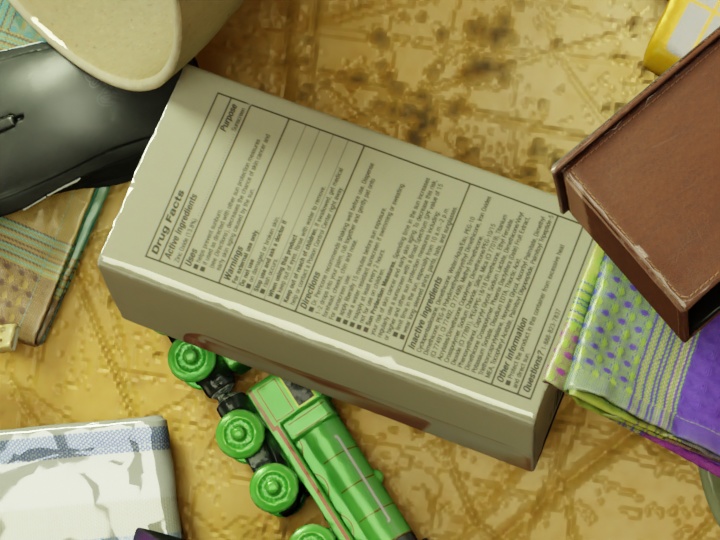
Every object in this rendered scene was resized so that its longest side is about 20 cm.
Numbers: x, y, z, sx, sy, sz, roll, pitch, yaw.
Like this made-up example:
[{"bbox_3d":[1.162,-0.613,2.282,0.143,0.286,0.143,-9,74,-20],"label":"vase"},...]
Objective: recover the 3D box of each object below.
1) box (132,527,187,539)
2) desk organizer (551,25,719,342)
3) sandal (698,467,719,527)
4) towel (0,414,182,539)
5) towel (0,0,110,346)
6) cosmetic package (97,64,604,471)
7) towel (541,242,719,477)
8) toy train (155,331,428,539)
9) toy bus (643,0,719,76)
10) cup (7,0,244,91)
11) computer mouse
[{"bbox_3d":[-0.072,0.189,1.186,0.078,0.200,0.142,16,85,-9],"label":"box"},{"bbox_3d":[0.177,-0.068,1.127,0.200,0.072,0.077,-40,76,-3],"label":"desk organizer"},{"bbox_3d":[0.171,0.043,1.213,0.079,0.057,0.202,-17,83,14],"label":"sandal"},{"bbox_3d":[-0.146,0.169,1.312,0.146,0.024,0.201,-7,88,12],"label":"towel"},{"bbox_3d":[-0.172,-0.083,1.331,0.146,0.022,0.201,25,96,16],"label":"towel"},{"bbox_3d":[0.000,0.000,1.225,0.199,0.087,0.104,21,74,9],"label":"cosmetic package"},{"bbox_3d":[0.189,0.028,1.176,0.199,0.023,0.144,25,72,-4],"label":"towel"},{"bbox_3d":[-0.033,0.074,1.278,0.056,0.042,0.200,-34,80,1],"label":"toy train"},{"bbox_3d":[0.192,-0.094,1.210,0.199,0.065,0.079,28,97,14],"label":"toy bus"},{"bbox_3d":[-0.090,-0.200,1.218,0.143,0.200,0.200,-37,77,-24],"label":"cup"},{"bbox_3d":[-0.163,-0.033,1.293,0.199,0.046,0.141,-12,85,16],"label":"computer mouse"}]
